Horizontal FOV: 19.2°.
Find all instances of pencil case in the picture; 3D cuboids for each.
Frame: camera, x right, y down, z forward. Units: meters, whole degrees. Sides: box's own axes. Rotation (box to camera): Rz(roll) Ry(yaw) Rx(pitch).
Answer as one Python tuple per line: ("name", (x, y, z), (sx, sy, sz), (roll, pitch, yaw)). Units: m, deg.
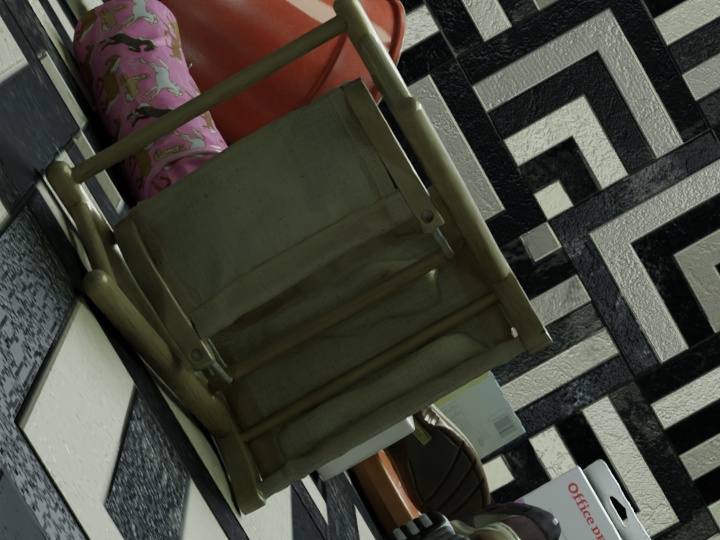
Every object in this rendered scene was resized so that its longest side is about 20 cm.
("pencil case", (-0.142, -0.111, 1.511), (0.200, 0.087, 0.083), (-116, -153, -44))

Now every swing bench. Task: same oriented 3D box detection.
("swing bench", (-0.032, -0.005, 1.176), (0.200, 0.199, 0.130), (59, 3, -39))

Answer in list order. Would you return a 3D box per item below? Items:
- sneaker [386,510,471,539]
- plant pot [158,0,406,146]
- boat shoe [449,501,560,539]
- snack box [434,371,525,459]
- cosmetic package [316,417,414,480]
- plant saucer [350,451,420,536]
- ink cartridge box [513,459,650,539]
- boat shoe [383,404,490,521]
("sneaker", (0.081, 0.273, 1.714), (0.116, 0.075, 0.200), (62, 1, -13))
("plant pot", (-0.099, -0.198, 1.801), (0.195, 0.201, 0.201), (32, 15, -24))
("boat shoe", (0.119, 0.227, 1.771), (0.072, 0.065, 0.200), (62, -13, 4))
("snack box", (0.050, 0.091, 1.904), (0.200, 0.116, 0.037), (60, 0, -20))
("cosmetic package", (-0.019, 0.085, 1.681), (0.108, 0.085, 0.200), (60, 3, -3))
("plant saucer", (0.029, 0.203, 1.908), (0.200, 0.032, 0.200), (60, 2, -3))
("ink cartridge box", (0.204, 0.303, 2.285), (0.129, 0.200, 0.125), (61, 3, 11))
("boat shoe", (0.046, 0.143, 1.856), (0.200, 0.072, 0.076), (59, -8, -25))
